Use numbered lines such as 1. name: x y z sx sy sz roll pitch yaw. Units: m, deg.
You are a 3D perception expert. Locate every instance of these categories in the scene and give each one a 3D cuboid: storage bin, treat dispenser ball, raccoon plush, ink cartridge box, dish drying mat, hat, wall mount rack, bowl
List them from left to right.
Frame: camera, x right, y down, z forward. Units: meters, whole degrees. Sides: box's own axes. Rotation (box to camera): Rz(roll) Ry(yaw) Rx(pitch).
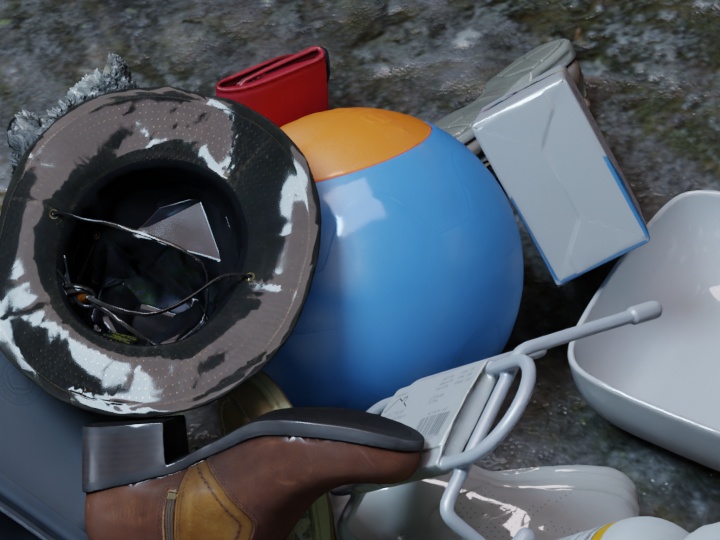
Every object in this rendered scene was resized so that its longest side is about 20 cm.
1. storage bin: -0.223 0.085 0.993 0.146 0.200 0.134 -26 30 48
2. raccoon plush: -0.156 -0.092 1.260 0.200 0.097 0.134 12 44 37
3. hat: -0.111 0.000 0.985 0.201 0.081 0.201 -2 65 4
4. dish drying mat: -0.056 -0.064 1.154 0.077 0.200 0.018 -26 57 -19
5. treat dispenser ball: 0.000 0.000 1.080 0.201 0.201 0.201 -4 44 3
6. wall mount rack: 0.068 0.078 0.936 0.075 0.200 0.174 38 64 -15
7. ink cartridge box: 0.132 -0.069 1.158 0.068 0.115 0.200 -28 5 10
8. bowl: 0.248 0.052 1.087 0.200 0.075 0.200 20 50 26

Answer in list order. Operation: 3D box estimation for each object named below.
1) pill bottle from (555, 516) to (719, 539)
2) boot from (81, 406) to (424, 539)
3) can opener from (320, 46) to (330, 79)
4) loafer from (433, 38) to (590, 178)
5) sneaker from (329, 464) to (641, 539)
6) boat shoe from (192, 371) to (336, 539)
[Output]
1. pill bottle: 0.119 0.187 0.874 0.200 0.113 0.113 -25 32 36
2. boot: -0.052 0.173 0.890 0.188 0.200 0.068 -5 0 10
3. can opener: -0.098 -0.091 1.289 0.063 0.079 0.200 34 66 25
4. loafer: 0.095 -0.094 1.268 0.200 0.063 0.072 -39 18 -26
5. sneaker: 0.065 0.160 1.000 0.200 0.075 0.089 -4 46 0
6. boat shoe: -0.050 0.152 0.954 0.063 0.073 0.200 -11 73 -20
